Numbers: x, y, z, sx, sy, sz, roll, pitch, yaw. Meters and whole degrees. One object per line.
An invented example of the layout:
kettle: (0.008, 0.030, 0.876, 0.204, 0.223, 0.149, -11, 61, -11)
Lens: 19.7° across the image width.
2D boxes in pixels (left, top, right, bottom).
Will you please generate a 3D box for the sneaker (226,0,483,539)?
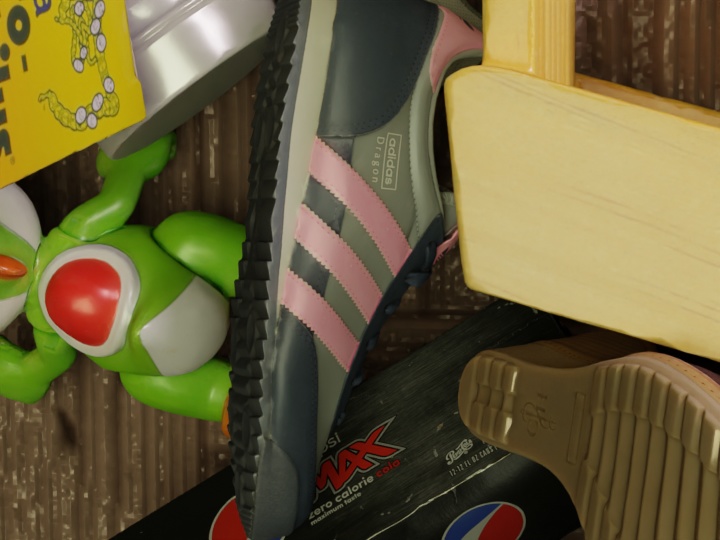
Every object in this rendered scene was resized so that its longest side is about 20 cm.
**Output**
sneaker: (0.000, 0.000, 0.728, 0.082, 0.070, 0.200, 6, 99, -15)

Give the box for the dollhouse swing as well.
dollhouse swing: (0.115, -0.073, 0.687, 0.182, 0.200, 0.176, 16, 97, 9)

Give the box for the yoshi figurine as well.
yoshi figurine: (-0.111, 0.003, 0.815, 0.200, 0.112, 0.112, 16, 142, -5)

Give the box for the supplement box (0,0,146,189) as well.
supplement box: (-0.189, -0.089, 0.695, 0.200, 0.110, 0.109, 1, 109, 25)

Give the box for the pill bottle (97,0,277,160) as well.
pill bottle: (-0.118, -0.145, 0.769, 0.112, 0.112, 0.200, -36, 90, 15)

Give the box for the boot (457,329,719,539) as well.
boot: (0.140, 0.062, 0.638, 0.166, 0.200, 0.072, 7, 101, -23)

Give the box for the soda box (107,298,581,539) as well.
soda box: (0.003, 0.092, 0.774, 0.200, 0.071, 0.063, -31, 135, 4)

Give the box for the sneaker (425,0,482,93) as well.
sneaker: (-0.009, -0.154, 0.772, 0.079, 0.074, 0.200, -23, 99, 5)
